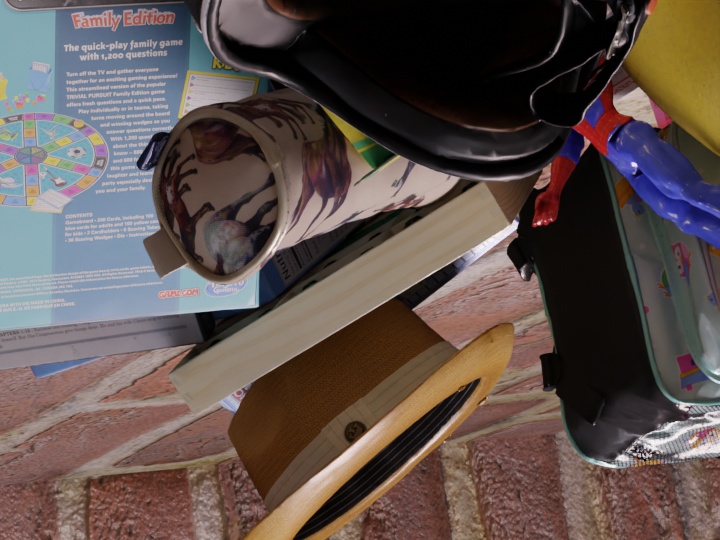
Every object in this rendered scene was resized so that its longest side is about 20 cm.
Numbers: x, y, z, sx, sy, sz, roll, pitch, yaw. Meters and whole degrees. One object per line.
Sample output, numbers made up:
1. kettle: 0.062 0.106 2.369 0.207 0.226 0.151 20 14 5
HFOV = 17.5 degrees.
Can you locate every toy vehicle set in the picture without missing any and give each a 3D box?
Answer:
1. toy vehicle set: 0.000 0.000 1.235 0.199 0.027 0.124 -32 -174 17

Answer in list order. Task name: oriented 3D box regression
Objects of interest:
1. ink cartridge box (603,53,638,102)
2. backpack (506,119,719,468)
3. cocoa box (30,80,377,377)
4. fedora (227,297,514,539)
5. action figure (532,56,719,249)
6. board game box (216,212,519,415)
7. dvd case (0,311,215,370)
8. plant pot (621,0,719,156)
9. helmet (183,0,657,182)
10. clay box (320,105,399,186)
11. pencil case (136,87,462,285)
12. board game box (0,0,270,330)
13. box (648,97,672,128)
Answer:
1. ink cartridge box: 0.108 -0.136 1.281 0.199 0.068 0.117 -4 168 -24
2. backpack: 0.203 0.009 1.253 0.199 0.177 0.153 8 147 -39
3. cocoa box: -0.111 -0.043 1.301 0.199 0.134 0.131 -18 -165 39
4. fedora: -0.007 0.077 1.288 0.200 0.082 0.201 -39 167 -10
5. action figure: 0.120 -0.039 1.138 0.099 0.200 0.065 -37 162 -14
6. board game box: -0.026 -0.013 1.389 0.200 0.200 0.062 -45 120 3
7. dvd case: -0.172 -0.045 1.209 0.149 0.201 0.025 -8 -155 19
8. plant pot: 0.206 -0.131 1.142 0.141 0.202 0.200 13 -178 33
9. helmet: 0.023 -0.146 0.837 0.190 0.201 0.200 28 165 -1
10. clay box: 0.056 -0.118 1.066 0.115 0.048 0.200 -35 -171 32
11. pencil case: -0.020 -0.051 1.099 0.089 0.078 0.200 -24 179 34
12. board game box: -0.120 -0.074 1.121 0.150 0.201 0.047 -5 -152 -19
13. box: 0.254 -0.060 1.396 0.094 0.201 0.102 -18 180 38
